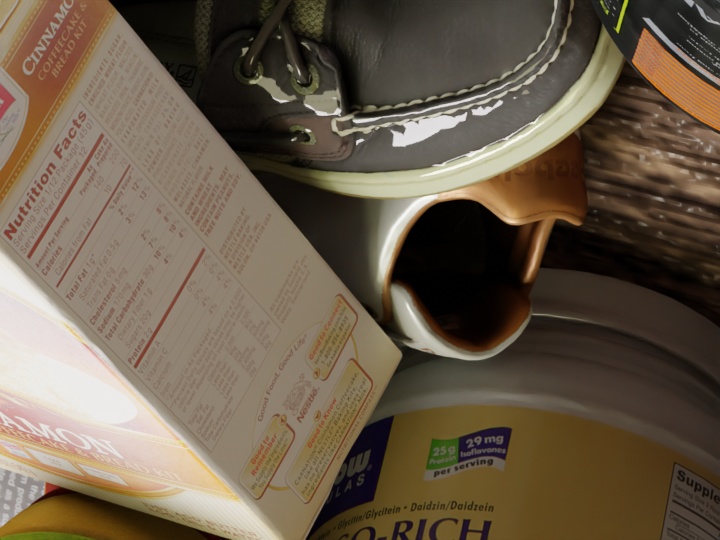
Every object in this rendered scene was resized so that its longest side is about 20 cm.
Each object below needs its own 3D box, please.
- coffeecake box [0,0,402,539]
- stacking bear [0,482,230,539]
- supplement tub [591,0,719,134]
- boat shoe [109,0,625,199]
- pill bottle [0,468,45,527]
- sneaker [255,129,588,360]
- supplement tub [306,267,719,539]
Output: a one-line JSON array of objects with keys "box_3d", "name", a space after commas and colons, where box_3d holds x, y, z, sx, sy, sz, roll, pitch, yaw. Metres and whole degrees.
[{"box_3d": [-0.104, -0.014, 0.804, 0.153, 0.073, 0.200, 14, 156, 36], "name": "coffeecake box"}, {"box_3d": [-0.080, 0.113, 0.888, 0.114, 0.200, 0.122, -7, 124, 28], "name": "stacking bear"}, {"box_3d": [0.104, -0.087, 0.602, 0.122, 0.123, 0.200, 29, 179, 3], "name": "supplement tub"}, {"box_3d": [-0.022, -0.061, 0.798, 0.201, 0.072, 0.066, -1, 163, 41], "name": "boat shoe"}, {"box_3d": [-0.077, 0.074, 1.044, 0.200, 0.111, 0.111, 18, 146, 21], "name": "pill bottle"}, {"box_3d": [0.000, 0.000, 0.873, 0.073, 0.085, 0.200, -1, 156, -29], "name": "sneaker"}, {"box_3d": [0.048, 0.115, 0.889, 0.145, 0.200, 0.145, 10, 146, 7], "name": "supplement tub"}]
